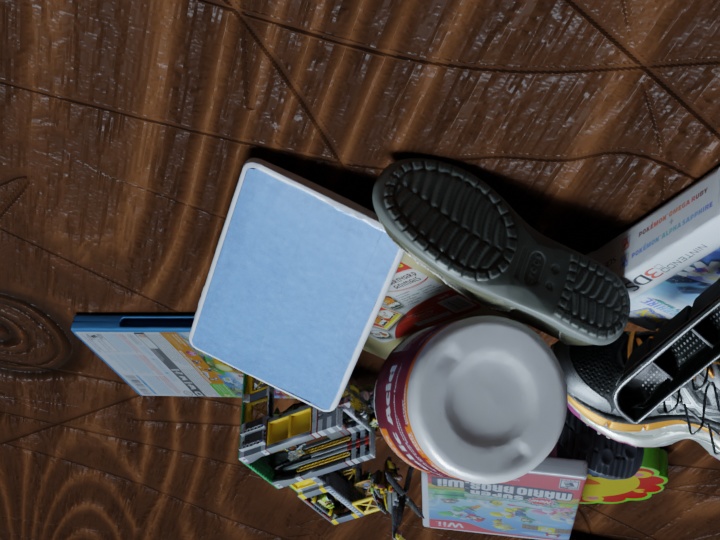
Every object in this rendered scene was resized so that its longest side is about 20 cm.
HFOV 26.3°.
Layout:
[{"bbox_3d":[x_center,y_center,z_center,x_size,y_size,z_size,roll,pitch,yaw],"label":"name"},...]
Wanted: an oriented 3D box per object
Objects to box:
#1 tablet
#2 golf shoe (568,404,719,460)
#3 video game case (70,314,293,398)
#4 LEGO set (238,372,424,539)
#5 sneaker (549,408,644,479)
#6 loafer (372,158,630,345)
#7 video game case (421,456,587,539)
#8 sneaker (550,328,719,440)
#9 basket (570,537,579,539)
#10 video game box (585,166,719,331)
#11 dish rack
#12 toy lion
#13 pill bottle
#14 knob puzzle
[{"bbox_3d":[-0.050,0.015,1.140,0.129,0.014,0.201,25,132,3],"label":"tablet"},{"bbox_3d":[0.266,0.100,1.248,0.197,0.076,0.092,11,131,5],"label":"golf shoe"},{"bbox_3d":[-0.146,0.079,1.410,0.197,0.018,0.143,0,150,23],"label":"video game case"},{"bbox_3d":[-0.012,0.123,1.296,0.115,0.155,0.200,-20,130,26],"label":"LEGO set"},{"bbox_3d":[0.152,0.129,1.345,0.198,0.071,0.082,26,159,-16],"label":"sneaker"},{"bbox_3d":[0.090,-0.003,1.068,0.199,0.076,0.070,34,156,-6],"label":"loafer"},{"bbox_3d":[0.125,0.202,1.385,0.141,0.018,0.201,5,155,5],"label":"video game case"},{"bbox_3d":[0.233,0.072,1.101,0.197,0.079,0.078,9,143,-1],"label":"sneaker"},{"bbox_3d":[0.290,0.376,1.694,0.198,0.137,0.181,20,149,-9],"label":"basket"},{"bbox_3d":[0.283,0.008,1.074,0.198,0.047,0.182,20,154,-17],"label":"video game box"},{"bbox_3d":[0.285,0.084,1.023,0.199,0.055,0.153,37,124,-13],"label":"dish rack"},{"bbox_3d":[0.183,0.190,1.458,0.190,0.070,0.200,14,154,-23],"label":"toy lion"},{"bbox_3d":[0.072,0.095,1.133,0.113,0.116,0.200,15,173,-8],"label":"pill bottle"},{"bbox_3d":[0.000,0.000,1.183,0.217,0.031,0.220,9,154,5],"label":"knob puzzle"}]
